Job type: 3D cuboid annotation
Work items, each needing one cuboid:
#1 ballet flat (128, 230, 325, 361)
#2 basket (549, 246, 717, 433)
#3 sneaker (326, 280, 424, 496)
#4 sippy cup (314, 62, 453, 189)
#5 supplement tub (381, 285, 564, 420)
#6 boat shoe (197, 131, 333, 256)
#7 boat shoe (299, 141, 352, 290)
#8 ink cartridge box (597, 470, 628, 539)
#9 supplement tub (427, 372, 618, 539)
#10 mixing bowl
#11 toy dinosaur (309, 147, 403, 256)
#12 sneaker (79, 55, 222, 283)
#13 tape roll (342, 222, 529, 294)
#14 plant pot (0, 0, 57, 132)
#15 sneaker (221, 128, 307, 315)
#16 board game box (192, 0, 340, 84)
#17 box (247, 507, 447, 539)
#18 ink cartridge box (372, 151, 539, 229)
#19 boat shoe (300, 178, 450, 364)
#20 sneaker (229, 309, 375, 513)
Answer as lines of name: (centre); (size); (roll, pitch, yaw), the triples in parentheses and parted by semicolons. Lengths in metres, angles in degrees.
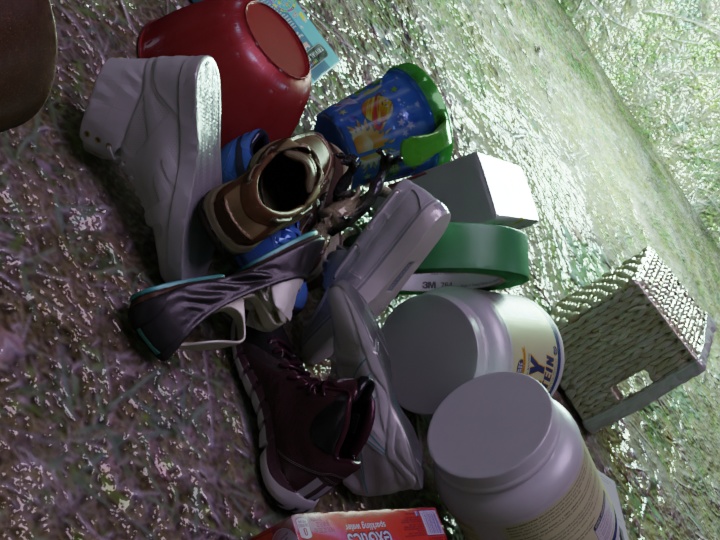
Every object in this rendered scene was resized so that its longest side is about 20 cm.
ballet flat: (-0.104, 0.026, 0.898); (0.199, 0.068, 0.069); (-22, 86, -35)
basket: (0.381, 0.093, 1.521); (0.161, 0.198, 0.200); (54, 28, 0)
sneaker: (-0.005, 0.110, 0.952); (0.070, 0.080, 0.202); (-20, 94, -79)
sippy cup: (0.020, -0.160, 1.244); (0.130, 0.178, 0.141); (-24, 81, -21)
supplement tub: (0.121, 0.093, 1.150); (0.199, 0.145, 0.146); (8, 54, -55)
boat shoe: (-0.065, -0.076, 0.939); (0.076, 0.074, 0.200); (55, 33, -12)
boat shoe: (-0.057, -0.077, 1.112); (0.075, 0.074, 0.203); (37, 34, -31)
ink cartridge box: (0.226, 0.321, 1.115); (0.068, 0.116, 0.201); (36, 35, -35)
supplement tub: (0.157, 0.210, 1.020); (0.146, 0.144, 0.201); (-86, 153, -50)
mixing bowl: (-0.124, -0.212, 1.108); (0.200, 0.108, 0.201); (38, 33, -30)
toy dinosaur: (-0.002, -0.079, 1.068); (0.047, 0.089, 0.200); (31, 33, 16)
sneaker: (-0.184, -0.085, 0.916); (0.074, 0.114, 0.202); (-18, 112, -74)
tape roll: (0.080, -0.010, 1.127); (0.200, 0.199, 0.049); (13, 74, -54)
plant pot: (-0.325, -0.136, 0.651); (0.187, 0.186, 0.200); (53, 42, -8)
sneaker: (-0.086, -0.053, 1.006); (0.066, 0.078, 0.201); (27, 31, -53)
board game box: (-0.121, -0.302, 1.271); (0.201, 0.047, 0.151); (52, 27, -10)
box: (-0.011, 0.250, 0.821); (0.199, 0.095, 0.100); (14, 49, -53)
ink cartridge box: (0.119, -0.076, 1.292); (0.200, 0.144, 0.084); (-1, 72, -67)
boat shoe: (0.000, 0.000, 1.013); (0.068, 0.200, 0.072); (44, 17, 19)
sneaker: (-0.040, 0.096, 0.912); (0.075, 0.115, 0.201); (18, 46, -50)
